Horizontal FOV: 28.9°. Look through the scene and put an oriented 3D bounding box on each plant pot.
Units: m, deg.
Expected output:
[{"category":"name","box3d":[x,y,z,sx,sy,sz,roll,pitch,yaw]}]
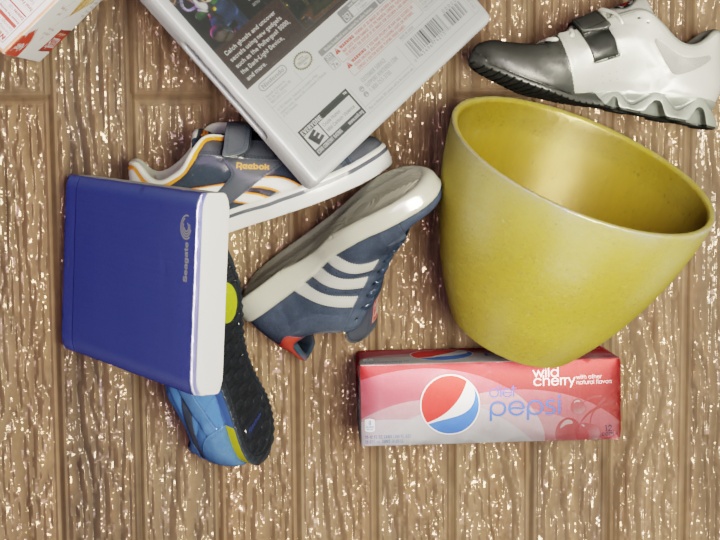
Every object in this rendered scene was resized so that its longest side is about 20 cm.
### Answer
[{"category":"plant pot","box3d":[0.136,-0.016,1.013,0.198,0.201,0.143,18,116,-4]}]

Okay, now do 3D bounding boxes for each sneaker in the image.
[{"category":"sneaker","box3d":[0.178,-0.164,1.046,0.197,0.074,0.090,8,96,-13]},{"category":"sneaker","box3d":[-0.079,-0.077,1.038,0.198,0.078,0.080,-19,101,0]},{"category":"sneaker","box3d":[-0.123,0.058,1.036,0.078,0.066,0.202,2,119,27]},{"category":"sneaker","box3d":[0.000,0.000,1.028,0.085,0.075,0.199,47,128,-13]}]

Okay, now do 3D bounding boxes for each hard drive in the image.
[{"category":"hard drive","box3d":[-0.157,0.005,0.992,0.025,0.199,0.134,-1,97,-37]}]

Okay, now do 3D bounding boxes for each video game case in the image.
[{"category":"video game case","box3d":[-0.029,-0.190,1.009,0.182,0.023,0.200,48,68,-6]}]

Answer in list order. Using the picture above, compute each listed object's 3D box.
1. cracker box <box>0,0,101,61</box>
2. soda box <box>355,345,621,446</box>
[{"category":"cracker box","box3d":[-0.188,-0.237,0.989,0.200,0.134,0.058,-43,97,3]},{"category":"soda box","box3d":[0.095,0.094,1.067,0.197,0.070,0.064,-2,95,-2]}]
